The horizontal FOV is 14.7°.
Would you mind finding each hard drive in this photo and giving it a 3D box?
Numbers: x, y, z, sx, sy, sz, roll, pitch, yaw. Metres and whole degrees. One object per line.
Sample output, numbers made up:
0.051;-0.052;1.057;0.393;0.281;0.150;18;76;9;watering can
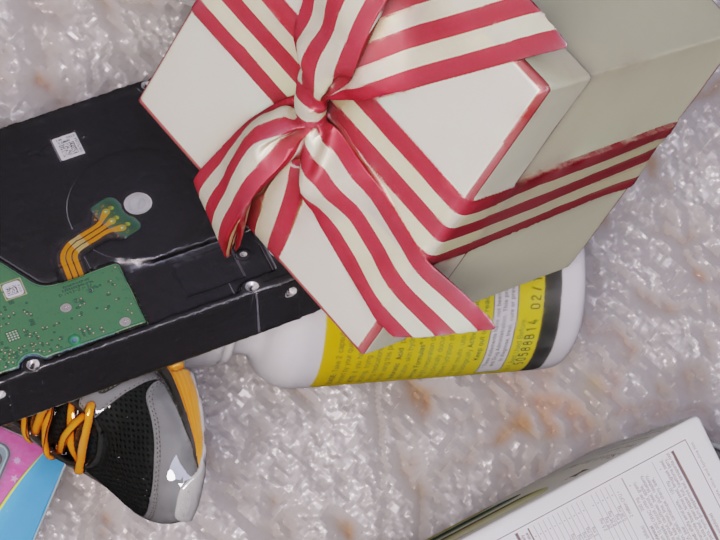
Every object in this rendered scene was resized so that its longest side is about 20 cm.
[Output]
-0.128;-0.010;1.262;0.199;0.038;0.140;-20;55;-15;hard drive

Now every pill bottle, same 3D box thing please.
0.000;0.000;1.352;0.199;0.111;0.112;-5;81;-16;pill bottle

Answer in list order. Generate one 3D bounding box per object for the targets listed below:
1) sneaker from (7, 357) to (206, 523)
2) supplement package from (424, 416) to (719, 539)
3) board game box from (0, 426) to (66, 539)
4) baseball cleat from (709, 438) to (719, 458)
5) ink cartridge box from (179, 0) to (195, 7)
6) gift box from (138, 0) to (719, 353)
-0.140;0.051;1.282;0.077;0.079;0.200;-13;42;-37;sneaker
0.085;0.186;1.321;0.199;0.152;0.151;-26;87;-18;supplement package
-0.255;0.114;1.287;0.199;0.064;0.148;25;74;-11;board game box
0.209;0.171;1.370;0.070;0.106;0.200;-35;73;1;baseball cleat
-0.043;-0.199;1.340;0.125;0.200;0.129;27;73;12;ink cartridge box
0.040;-0.083;1.210;0.200;0.185;0.186;45;36;22;gift box
